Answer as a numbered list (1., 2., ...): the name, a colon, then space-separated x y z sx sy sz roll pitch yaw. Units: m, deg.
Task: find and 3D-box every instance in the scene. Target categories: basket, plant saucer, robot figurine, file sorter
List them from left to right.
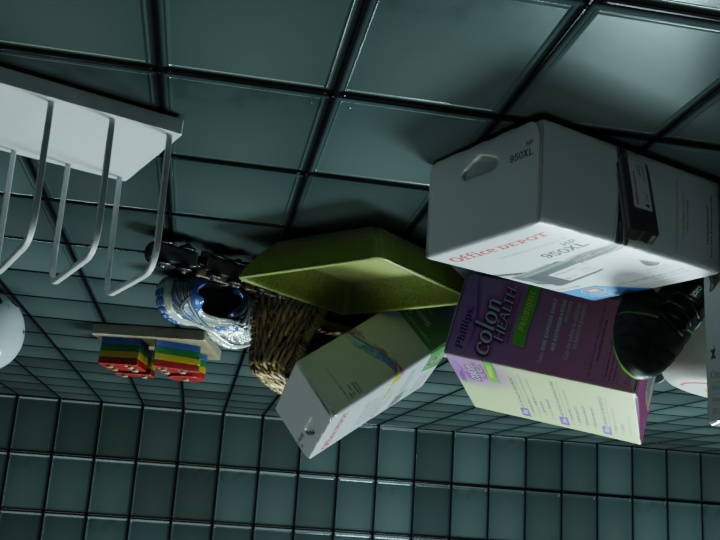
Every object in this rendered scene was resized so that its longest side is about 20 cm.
1. robot figurine: -0.600 0.088 1.380 0.198 0.151 0.125 -1 128 21
2. file sorter: -0.260 -0.066 0.709 0.199 0.126 0.138 13 162 -30
3. basket: -0.037 0.106 1.257 0.148 0.144 0.200 -5 163 33
4. plant saucer: 0.000 0.000 1.035 0.199 0.048 0.199 -8 161 36

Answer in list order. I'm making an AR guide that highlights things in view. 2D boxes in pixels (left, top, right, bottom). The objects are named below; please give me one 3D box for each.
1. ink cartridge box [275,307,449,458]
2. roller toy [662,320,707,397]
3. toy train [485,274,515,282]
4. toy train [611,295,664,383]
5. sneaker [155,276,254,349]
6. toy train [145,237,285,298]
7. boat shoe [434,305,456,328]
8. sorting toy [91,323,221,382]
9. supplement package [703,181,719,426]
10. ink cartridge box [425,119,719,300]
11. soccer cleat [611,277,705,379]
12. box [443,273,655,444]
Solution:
1. ink cartridge box: 0.003 0.131 1.160 0.199 0.084 0.145 -29 160 -30
2. roller toy: 0.430 0.071 1.013 0.181 0.141 0.200 19 168 -25
3. toy train: 0.172 0.000 1.000 0.034 0.046 0.200 22 160 -9
4. toy train: 0.319 0.095 1.166 0.199 0.085 0.114 8 126 -21
5. sneaker: -0.177 0.056 1.245 0.085 0.078 0.199 -12 159 35
6. toy train: -0.160 0.001 1.081 0.199 0.034 0.046 17 168 -37
7. boat shoe: 0.153 0.051 1.165 0.066 0.070 0.200 14 154 -29
8. sorting toy: -0.363 0.154 1.662 0.197 0.070 0.200 4 165 0
9. supplement package: 0.353 0.022 0.729 0.116 0.202 0.117 7 165 -14
10. ink cartridge box: 0.173 -0.042 0.764 0.199 0.085 0.144 13 163 -29
11. soccer cleat: 0.290 0.018 0.827 0.068 0.200 0.081 45 146 0
12. box: 0.213 0.098 1.006 0.199 0.097 0.176 9 158 23
